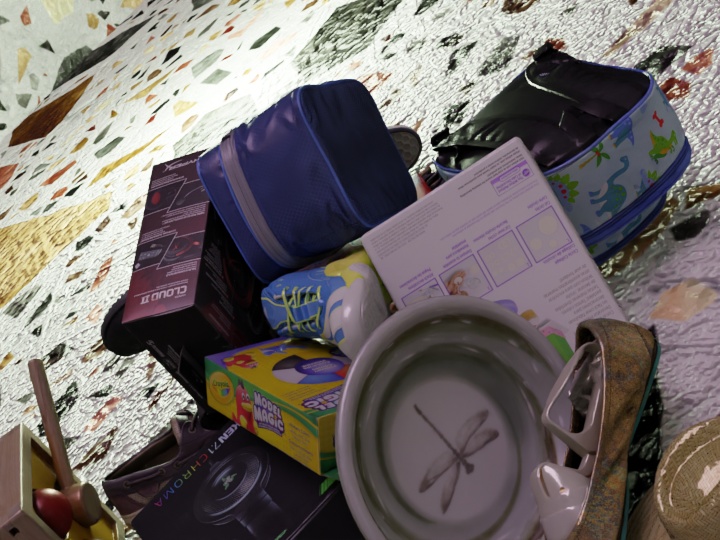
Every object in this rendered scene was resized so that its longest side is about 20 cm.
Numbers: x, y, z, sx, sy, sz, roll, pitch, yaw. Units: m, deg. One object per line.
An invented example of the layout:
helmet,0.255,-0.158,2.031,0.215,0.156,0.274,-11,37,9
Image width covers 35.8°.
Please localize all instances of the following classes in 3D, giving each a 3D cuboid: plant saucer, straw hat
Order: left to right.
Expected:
plant saucer,0.065,0.120,0.758,0.201,0.200,0.050,-52,12,-28
straw hat,0.220,0.132,0.653,0.199,0.085,0.202,-29,28,17

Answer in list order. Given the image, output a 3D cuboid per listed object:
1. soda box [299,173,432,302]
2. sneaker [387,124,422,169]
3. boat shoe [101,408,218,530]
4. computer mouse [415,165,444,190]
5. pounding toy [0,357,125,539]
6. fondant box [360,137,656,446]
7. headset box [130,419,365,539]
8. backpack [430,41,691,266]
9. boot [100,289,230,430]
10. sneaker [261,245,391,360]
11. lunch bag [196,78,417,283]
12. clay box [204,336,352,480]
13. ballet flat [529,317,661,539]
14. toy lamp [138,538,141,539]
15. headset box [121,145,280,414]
soda box,0.000,0.000,1.066,0.199,0.064,0.070,-37,28,9
sneaker,-0.017,-0.143,1.380,0.201,0.077,0.147,-30,30,17
boat shoe,-0.163,0.168,1.085,0.199,0.065,0.072,-38,25,-2
computer mouse,0.071,-0.038,1.144,0.109,0.044,0.200,-38,28,5
pounding toy,-0.292,0.224,1.023,0.142,0.185,0.200,-37,27,0
fondant box,0.111,0.025,0.840,0.143,0.202,0.058,-31,-12,12
headset box,-0.066,0.205,0.881,0.174,0.093,0.199,-44,28,-12
backpack,0.186,-0.092,0.975,0.183,0.148,0.200,-40,23,-10
boot,-0.168,0.085,1.102,0.164,0.066,0.201,-38,48,6
sneaker,-0.028,0.037,0.871,0.104,0.077,0.200,-17,8,7
lunch bag,-0.047,-0.080,0.986,0.131,0.137,0.200,-27,0,23
clay box,-0.023,0.097,0.846,0.114,0.048,0.199,-13,17,-33
ballet flat,0.146,0.122,0.732,0.070,0.070,0.202,-7,56,45
toy lamp,-0.140,0.200,0.998,0.200,0.059,0.058,-40,25,-28
headset box,-0.132,0.017,0.986,0.074,0.149,0.202,-14,49,19
